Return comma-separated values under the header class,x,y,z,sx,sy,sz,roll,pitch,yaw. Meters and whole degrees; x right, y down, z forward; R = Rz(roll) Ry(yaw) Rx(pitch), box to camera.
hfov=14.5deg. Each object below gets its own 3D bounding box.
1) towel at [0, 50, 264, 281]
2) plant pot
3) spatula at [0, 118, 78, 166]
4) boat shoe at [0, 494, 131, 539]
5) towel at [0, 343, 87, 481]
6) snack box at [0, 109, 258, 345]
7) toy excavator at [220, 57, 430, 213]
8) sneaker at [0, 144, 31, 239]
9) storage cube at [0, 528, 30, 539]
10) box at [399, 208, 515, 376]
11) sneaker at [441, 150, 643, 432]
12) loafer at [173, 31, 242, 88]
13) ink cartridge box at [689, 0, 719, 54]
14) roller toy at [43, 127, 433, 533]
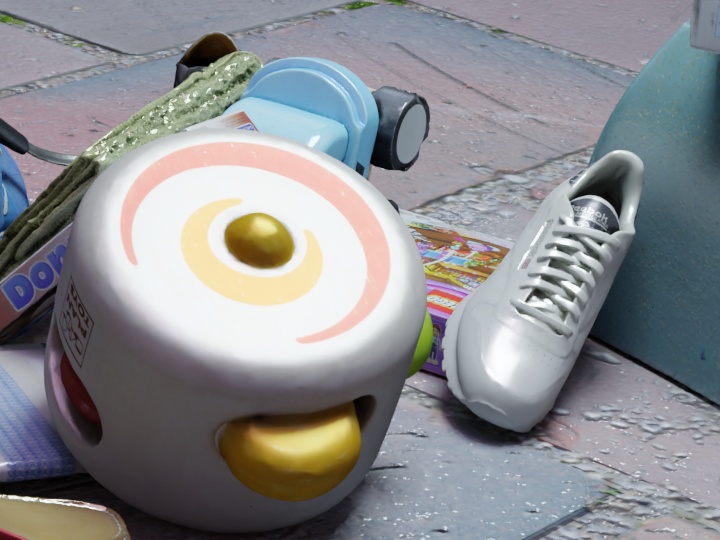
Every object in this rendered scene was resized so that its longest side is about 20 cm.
class,x,y,z,sx,sy,sz,roll,pitch,yaw
towel,-0.140,-0.053,1.651,0.037,0.148,0.200,49,36,0
plant pot,0.258,-0.048,1.707,0.195,0.200,0.196,-9,26,-37
spatula,-0.192,-0.074,1.746,0.200,0.021,0.057,27,26,-38
boat shoe,-0.194,0.121,1.293,0.200,0.076,0.072,-5,24,-30
towel,-0.213,0.080,1.470,0.200,0.024,0.147,-5,24,-27
snack box,-0.142,-0.018,1.542,0.024,0.200,0.072,54,26,3
toy excavator,-0.063,-0.025,1.597,0.100,0.195,0.200,18,11,26
sneaker,-0.237,-0.051,1.710,0.078,0.089,0.200,6,19,-2
storage cube,-0.219,0.181,0.986,0.171,0.180,0.200,19,23,28
box,0.000,0.000,1.722,0.200,0.039,0.137,18,24,25
sneaker,0.108,0.008,1.612,0.076,0.081,0.200,32,45,-5
loafer,-0.098,-0.133,1.992,0.073,0.072,0.200,4,20,-5
ink cartridge box,0.309,-0.145,1.629,0.200,0.047,0.160,13,21,22
roller toy,-0.064,0.026,1.422,0.182,0.140,0.200,25,45,7
